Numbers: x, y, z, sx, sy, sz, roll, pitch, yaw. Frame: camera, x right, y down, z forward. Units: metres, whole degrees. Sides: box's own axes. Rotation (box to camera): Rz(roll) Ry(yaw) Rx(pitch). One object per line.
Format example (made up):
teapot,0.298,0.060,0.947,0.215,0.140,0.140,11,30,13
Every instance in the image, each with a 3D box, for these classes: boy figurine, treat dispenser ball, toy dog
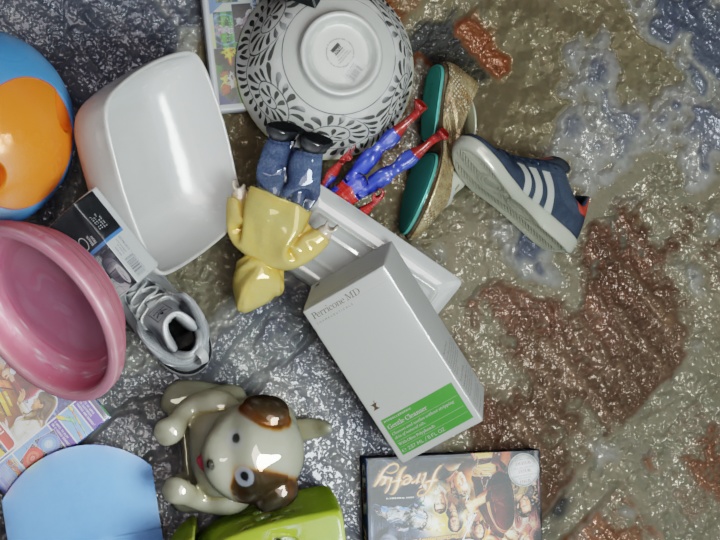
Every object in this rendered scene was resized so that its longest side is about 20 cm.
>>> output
boy figurine,-0.084,-0.049,1.580,0.123,0.064,0.202,17,104,11
treat dispenser ball,-0.382,-0.138,1.490,0.199,0.201,0.203,1,87,-12
toy dog,-0.116,0.188,1.531,0.192,0.200,0.141,4,87,-11

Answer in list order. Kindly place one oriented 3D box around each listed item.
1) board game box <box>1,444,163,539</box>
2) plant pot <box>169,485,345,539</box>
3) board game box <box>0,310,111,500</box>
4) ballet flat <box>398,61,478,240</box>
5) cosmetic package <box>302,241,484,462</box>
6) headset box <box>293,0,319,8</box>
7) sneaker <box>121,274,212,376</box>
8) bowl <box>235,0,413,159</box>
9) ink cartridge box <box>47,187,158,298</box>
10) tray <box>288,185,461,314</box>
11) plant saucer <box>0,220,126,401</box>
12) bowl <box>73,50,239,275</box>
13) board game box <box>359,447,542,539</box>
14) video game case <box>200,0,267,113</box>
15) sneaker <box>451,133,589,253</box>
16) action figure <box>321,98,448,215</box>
board game box,-0.286,0.281,1.570,0.156,0.039,0.202,-9,91,-15
plant pot,-0.103,0.336,1.534,0.180,0.200,0.201,-7,89,-5
board game box,-0.372,0.116,1.564,0.135,0.034,0.201,-38,96,-11
ballet flat,0.093,-0.127,1.662,0.065,0.070,0.202,14,88,-25
cosmetic package,0.037,0.085,1.599,0.107,0.085,0.201,-30,105,16
headset box,-0.092,-0.390,1.573,0.173,0.093,0.201,22,73,17
sneaker,-0.221,0.025,1.560,0.075,0.115,0.200,-40,95,-11
bowl,-0.029,-0.222,1.603,0.199,0.094,0.203,0,88,-11
ink cartridge box,-0.287,0.002,1.510,0.100,0.200,0.039,50,49,-5
tray,0.000,0.000,1.630,0.199,0.022,0.108,34,114,-8
plant saucer,-0.304,0.033,1.481,0.201,0.200,0.051,50,48,-5
bowl,-0.214,-0.109,1.539,0.074,0.200,0.202,-4,111,27
board game box,0.101,0.268,1.658,0.198,0.035,0.137,-2,88,-12
video game case,-0.083,-0.278,1.653,0.180,0.022,0.202,-6,89,-12
sneaker,0.180,-0.104,1.659,0.200,0.075,0.085,40,73,-35
action figure,0.003,-0.099,1.627,0.200,0.052,0.066,-42,89,14
